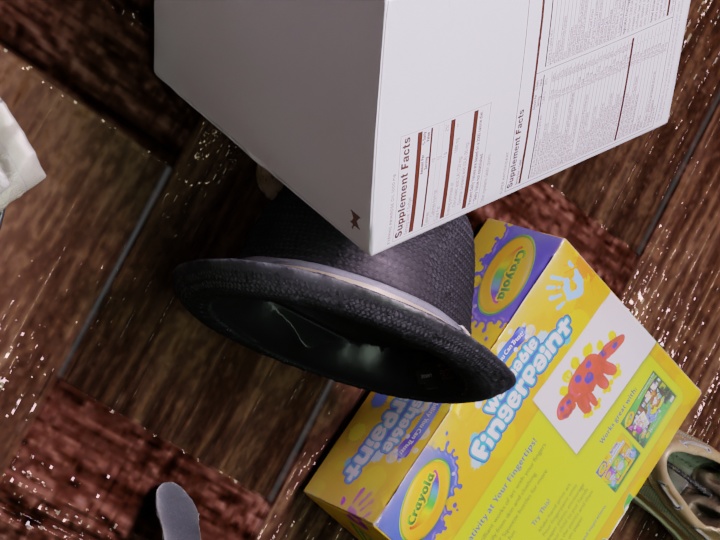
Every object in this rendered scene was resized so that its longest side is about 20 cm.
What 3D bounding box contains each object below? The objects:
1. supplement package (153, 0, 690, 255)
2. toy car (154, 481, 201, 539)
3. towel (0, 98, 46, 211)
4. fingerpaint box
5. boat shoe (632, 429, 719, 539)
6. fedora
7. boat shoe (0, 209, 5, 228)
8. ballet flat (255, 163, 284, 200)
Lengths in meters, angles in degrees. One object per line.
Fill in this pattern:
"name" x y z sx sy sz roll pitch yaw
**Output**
"supplement package" 0.029 -0.145 1.106 0.200 0.191 0.147 -24 137 -31
"toy car" -0.114 0.216 1.173 0.164 0.157 0.200 59 37 -35
"towel" -0.263 -0.069 0.996 0.200 0.035 0.193 -39 105 -24
"fingerpaint box" 0.087 0.100 1.308 0.167 0.073 0.200 44 74 -37
"boat shoe" 0.233 0.152 1.430 0.200 0.076 0.072 27 84 -39
"fedora" 0.000 0.000 1.158 0.200 0.200 0.092 27 72 -38
"boat shoe" -0.217 0.025 1.066 0.074 0.060 0.200 33 80 -37
"ballet flat" 0.032 -0.073 1.231 0.200 0.057 0.067 -14 114 -29
